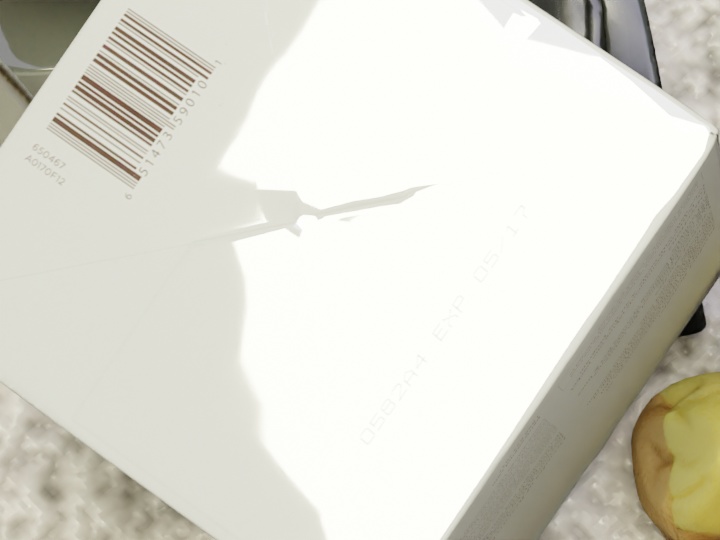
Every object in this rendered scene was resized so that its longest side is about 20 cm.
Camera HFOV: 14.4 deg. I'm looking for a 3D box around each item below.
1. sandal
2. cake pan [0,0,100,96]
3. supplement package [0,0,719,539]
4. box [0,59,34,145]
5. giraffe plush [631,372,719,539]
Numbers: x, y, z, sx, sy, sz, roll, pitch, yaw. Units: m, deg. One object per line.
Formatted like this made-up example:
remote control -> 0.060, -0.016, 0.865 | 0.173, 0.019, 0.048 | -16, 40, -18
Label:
sandal -> 0.072, -0.071, 0.930 | 0.048, 0.075, 0.201 | -12, 63, 7
cake pan -> -0.102, -0.141, 0.929 | 0.199, 0.037, 0.201 | -1, 78, 4
supplement package -> 0.000, 0.000, 0.785 | 0.150, 0.200, 0.152 | 35, 89, 11
box -> -0.215, -0.061, 0.847 | 0.200, 0.109, 0.128 | 34, 84, 11
giraffe plush -> 0.205, 0.057, 0.844 | 0.162, 0.200, 0.173 | 9, 48, -38
